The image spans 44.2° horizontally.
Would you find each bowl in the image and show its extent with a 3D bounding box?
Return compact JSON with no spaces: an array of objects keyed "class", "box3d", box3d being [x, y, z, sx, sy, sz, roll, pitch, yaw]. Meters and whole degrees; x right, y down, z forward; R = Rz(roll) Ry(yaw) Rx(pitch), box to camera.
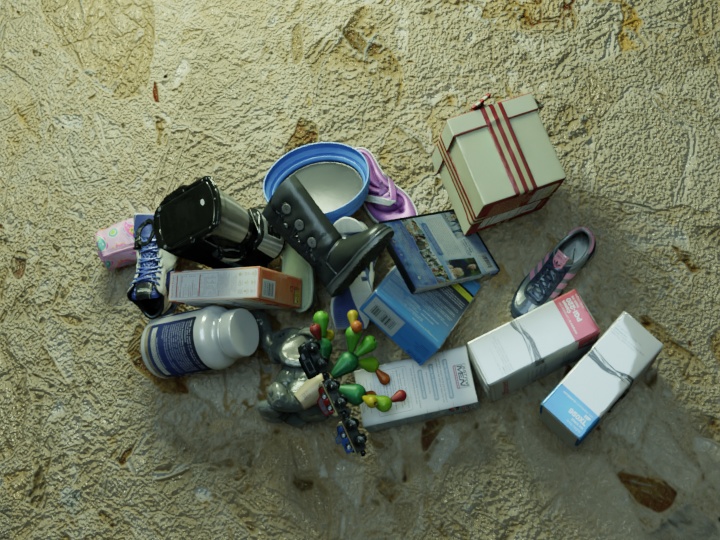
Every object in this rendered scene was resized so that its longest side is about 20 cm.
[{"class":"bowl","box3d":[-0.078,-0.155,1.620,0.198,0.040,0.202,-6,47,7]}]

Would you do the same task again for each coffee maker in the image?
[{"class":"coffee maker","box3d":[-0.261,-0.069,1.582,0.190,0.199,0.137,-1,74,32]}]

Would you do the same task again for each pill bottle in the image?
[{"class":"pill bottle","box3d":[-0.278,0.123,1.553,0.198,0.111,0.113,-12,67,31]}]

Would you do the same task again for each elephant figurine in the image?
[{"class":"elephant figurine","box3d":[-0.108,0.157,1.532,0.154,0.141,0.202,19,59,-25]}]

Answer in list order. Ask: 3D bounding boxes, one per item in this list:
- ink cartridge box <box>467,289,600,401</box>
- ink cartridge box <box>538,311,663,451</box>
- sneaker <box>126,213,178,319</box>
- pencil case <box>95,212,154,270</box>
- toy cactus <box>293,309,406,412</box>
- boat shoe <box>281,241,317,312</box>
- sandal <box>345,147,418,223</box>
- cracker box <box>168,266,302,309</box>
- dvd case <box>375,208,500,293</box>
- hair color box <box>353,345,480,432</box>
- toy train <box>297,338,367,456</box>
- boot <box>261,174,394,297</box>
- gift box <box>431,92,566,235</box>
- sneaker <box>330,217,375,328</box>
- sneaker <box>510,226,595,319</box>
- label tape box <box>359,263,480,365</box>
[{"class":"ink cartridge box","box3d":[0.280,0.126,1.451,0.198,0.146,0.085,-28,69,0]},{"class":"ink cartridge box","box3d":[0.380,0.179,1.413,0.084,0.145,0.200,41,84,20]},{"class":"sneaker","box3d":[-0.373,0.000,1.601,0.079,0.115,0.202,-2,104,2]},{"class":"pencil case","box3d":[-0.401,-0.063,1.689,0.197,0.088,0.089,-14,69,7]},{"class":"toy cactus","box3d":[-0.032,0.166,1.441,0.164,0.102,0.201,-37,92,-14]},{"class":"boat shoe","box3d":[-0.109,-0.017,1.624,0.071,0.060,0.204,-26,66,28]},{"class":"sandal","box3d":[0.030,-0.151,1.650,0.082,0.050,0.203,-38,68,-3]},{"class":"cracker box","box3d":[-0.220,0.035,1.561,0.198,0.134,0.059,-2,80,30]},{"class":"dvd case","box3d":[0.136,-0.038,1.543,0.198,0.018,0.144,-11,61,-34]},{"class":"hair color box","box3d":[0.096,0.203,1.509,0.197,0.061,0.100,-14,69,8]},{"class":"toy train","box3d":[-0.046,0.204,1.393,0.045,0.034,0.202,-27,90,8]},{"class":"boot","box3d":[-0.058,-0.082,1.489,0.165,0.065,0.201,-45,74,24]},{"class":"gift box","box3d":[0.242,-0.193,1.547,0.198,0.185,0.189,-19,77,-16]},{"class":"sneaker","box3d":[0.000,-0.001,1.583,0.079,0.115,0.202,2,102,18]},{"class":"sneaker","box3d":[0.327,0.002,1.519,0.070,0.082,0.200,38,82,20]},{"class":"label tape box","box3d":[0.106,0.046,1.524,0.143,0.066,0.200,41,41,1]}]
